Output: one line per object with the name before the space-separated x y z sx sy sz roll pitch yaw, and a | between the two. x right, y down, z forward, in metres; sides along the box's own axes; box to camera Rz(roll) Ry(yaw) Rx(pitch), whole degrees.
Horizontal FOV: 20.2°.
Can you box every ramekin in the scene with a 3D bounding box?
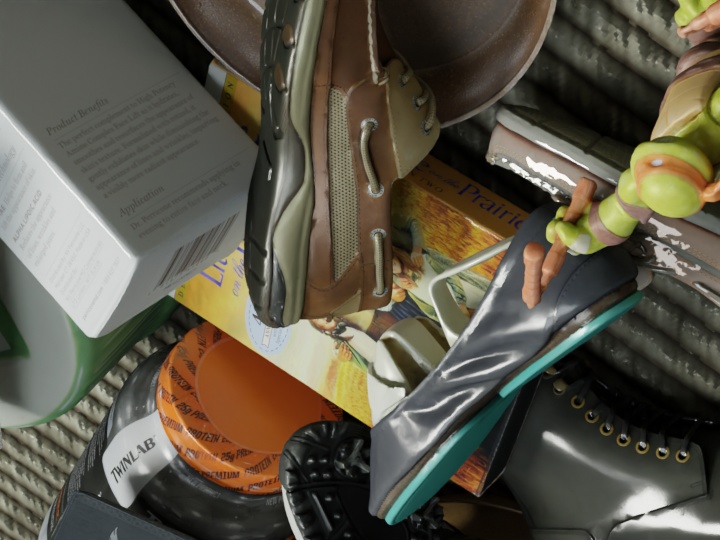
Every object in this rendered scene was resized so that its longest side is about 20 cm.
ramekin | -0.196 -0.013 1.051 0.199 0.098 0.201 16 134 18

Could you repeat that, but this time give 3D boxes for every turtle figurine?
turtle figurine | 0.139 -0.070 0.754 0.064 0.161 0.200 33 136 1

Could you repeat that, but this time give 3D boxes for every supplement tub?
supplement tub | -0.091 0.117 1.084 0.122 0.123 0.200 35 137 0

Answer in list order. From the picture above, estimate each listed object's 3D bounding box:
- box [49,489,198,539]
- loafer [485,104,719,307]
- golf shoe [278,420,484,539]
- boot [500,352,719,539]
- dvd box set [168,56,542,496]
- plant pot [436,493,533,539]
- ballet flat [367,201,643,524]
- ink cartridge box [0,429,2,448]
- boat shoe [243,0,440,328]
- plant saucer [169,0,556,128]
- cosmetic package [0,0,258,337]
box | -0.081 0.216 0.976 0.199 0.158 0.051 24 171 -5
loafer | 0.139 -0.006 0.865 0.199 0.072 0.063 25 104 6
golf shoe | 0.002 0.132 1.007 0.094 0.078 0.200 19 159 42
boot | 0.139 0.076 0.954 0.200 0.077 0.139 -34 89 32
dvd box set | 0.000 0.000 0.960 0.200 0.029 0.147 33 130 17
plant pot | 0.090 0.193 1.110 0.199 0.028 0.201 17 134 19
ballet flat | 0.047 0.037 0.880 0.073 0.073 0.200 37 135 -3
ink cartridge box | -0.257 0.011 0.962 0.145 0.084 0.200 27 138 23
boat shoe | -0.005 -0.067 0.869 0.074 0.076 0.201 1 122 -11
plant saucer | -0.005 -0.151 0.863 0.200 0.032 0.201 16 132 18
cosmetic package | -0.144 -0.078 0.932 0.200 0.102 0.074 47 138 10
